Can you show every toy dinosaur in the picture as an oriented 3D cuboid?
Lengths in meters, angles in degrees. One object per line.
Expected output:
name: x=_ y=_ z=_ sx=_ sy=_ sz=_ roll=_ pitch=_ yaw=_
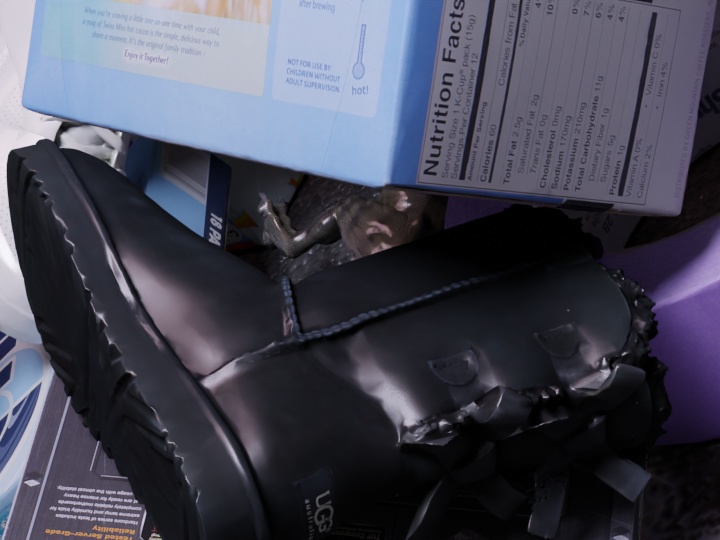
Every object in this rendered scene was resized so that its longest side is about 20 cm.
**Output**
toy dinosaur: x=0.000 y=0.000 z=1.058 sx=0.088 sy=0.048 sz=0.201 roll=-12 pitch=43 yaw=29

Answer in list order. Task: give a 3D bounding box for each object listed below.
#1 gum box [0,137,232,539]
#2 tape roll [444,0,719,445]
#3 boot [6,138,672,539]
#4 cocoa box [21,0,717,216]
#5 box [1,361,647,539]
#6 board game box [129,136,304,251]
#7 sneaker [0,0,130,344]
gum box: x=-0.135 y=0.057 z=1.087 sx=0.200 sy=0.044 sz=0.170 roll=-42 pitch=27 yaw=28
tape roll: x=0.129 y=-0.036 z=0.937 sx=0.199 sy=0.066 sz=0.201 roll=-28 pitch=32 yaw=19
boot: x=-0.008 y=0.013 z=0.839 sx=0.162 sy=0.074 sz=0.198 roll=-17 pitch=44 yaw=-20
cocoa box: x=0.001 y=-0.098 z=0.862 sx=0.199 sy=0.131 sz=0.134 roll=14 pitch=98 yaw=49
box: x=-0.013 y=0.099 z=0.835 sx=0.199 sy=0.049 sz=0.159 roll=4 pitch=45 yaw=6
board game box: x=-0.123 y=-0.067 z=1.224 sx=0.199 sy=0.105 sz=0.103 roll=-10 pitch=42 yaw=42
sneaker: x=-0.104 y=-0.079 z=1.035 sx=0.115 sy=0.073 sz=0.201 roll=-34 pitch=45 yaw=42
